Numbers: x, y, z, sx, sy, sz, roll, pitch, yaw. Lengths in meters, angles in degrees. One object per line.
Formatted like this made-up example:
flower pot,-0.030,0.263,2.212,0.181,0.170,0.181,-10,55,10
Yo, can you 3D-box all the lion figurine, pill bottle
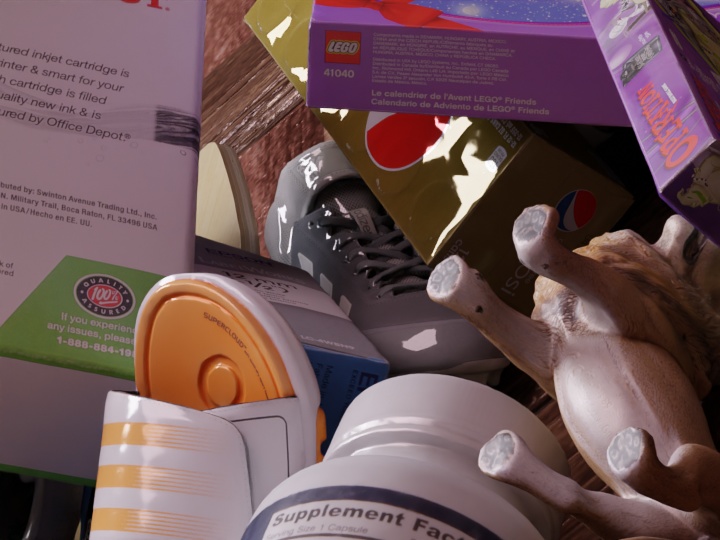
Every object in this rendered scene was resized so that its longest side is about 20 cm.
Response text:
lion figurine,0.091,0.050,0.952,0.072,0.122,0.200,-36,37,25
pill bottle,0.002,0.130,0.936,0.111,0.111,0.200,-29,26,40

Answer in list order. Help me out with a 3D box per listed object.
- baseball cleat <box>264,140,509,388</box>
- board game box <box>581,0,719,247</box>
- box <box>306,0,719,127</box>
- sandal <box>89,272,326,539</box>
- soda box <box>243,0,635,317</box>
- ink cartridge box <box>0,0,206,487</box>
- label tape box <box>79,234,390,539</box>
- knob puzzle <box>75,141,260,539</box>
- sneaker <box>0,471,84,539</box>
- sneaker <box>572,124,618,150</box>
baseball cleat,0.000,0.000,1.206,0.200,0.070,0.106,-177,84,-65
board game box,0.132,-0.036,0.978,0.032,0.120,0.200,-42,20,14
box,0.083,-0.103,1.139,0.137,0.200,0.039,-82,-5,-59
sandal,-0.055,0.103,1.017,0.079,0.059,0.207,-7,86,38
soda box,0.028,-0.068,1.205,0.068,0.064,0.200,-51,39,13
ink cartridge box,-0.141,-0.030,1.139,0.084,0.145,0.200,119,158,-50
label tape box,-0.056,0.069,1.160,0.200,0.066,0.143,-130,53,-72
knob puzzle,-0.080,0.043,1.325,0.220,0.030,0.220,-46,35,47
sneaker,-0.141,0.068,1.270,0.088,0.075,0.200,86,-170,-62
sneaker,0.057,-0.088,1.298,0.115,0.076,0.201,-43,22,6
